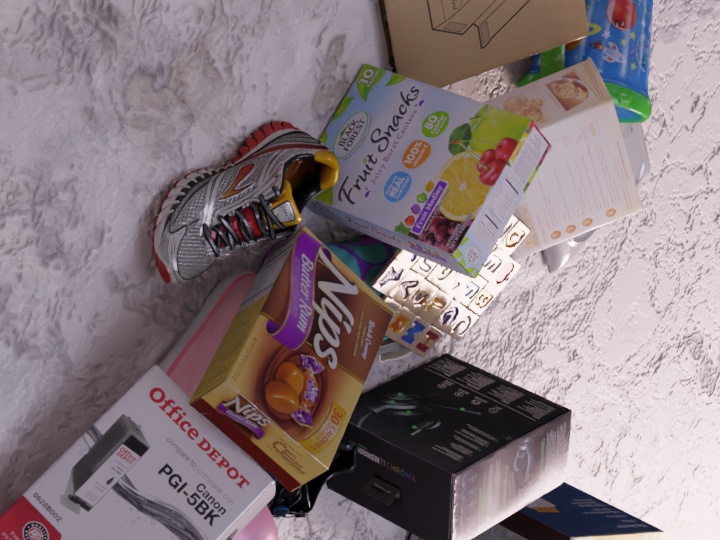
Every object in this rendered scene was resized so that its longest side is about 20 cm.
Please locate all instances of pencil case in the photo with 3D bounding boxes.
[{"bbox_3d":[0.000,0.000,1.610,0.199,0.085,0.093,-10,117,-46],"label":"pencil case"}]

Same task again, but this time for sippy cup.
[{"bbox_3d":[0.242,-0.230,1.756,0.178,0.139,0.131,149,-47,-86],"label":"sippy cup"}]

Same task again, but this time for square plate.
[{"bbox_3d":[0.258,-0.125,1.898,0.198,0.028,0.201,-44,137,-26],"label":"square plate"}]

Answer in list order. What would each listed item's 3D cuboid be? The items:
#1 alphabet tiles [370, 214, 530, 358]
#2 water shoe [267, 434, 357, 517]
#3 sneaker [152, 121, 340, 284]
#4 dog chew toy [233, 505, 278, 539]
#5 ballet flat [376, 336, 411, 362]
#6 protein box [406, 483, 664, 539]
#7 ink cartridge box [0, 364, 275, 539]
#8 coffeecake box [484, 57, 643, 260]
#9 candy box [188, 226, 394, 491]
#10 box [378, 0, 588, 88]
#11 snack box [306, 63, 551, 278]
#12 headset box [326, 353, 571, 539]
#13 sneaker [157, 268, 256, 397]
[{"bbox_3d":[0.085,0.004,1.629,0.167,0.006,0.200,-50,149,4],"label":"alphabet tiles"},{"bbox_3d":[-0.086,0.206,1.614,0.200,0.079,0.072,-39,134,-31],"label":"water shoe"},{"bbox_3d":[-0.099,-0.058,1.467,0.200,0.082,0.078,-43,136,-27],"label":"sneaker"},{"bbox_3d":[-0.174,0.251,1.500,0.199,0.125,0.125,-28,131,-12],"label":"dog chew toy"},{"bbox_3d":[0.014,0.067,1.677,0.199,0.067,0.064,-14,129,-45],"label":"ballet flat"},{"bbox_3d":[0.189,0.313,1.894,0.198,0.199,0.136,7,103,-51],"label":"protein box"},{"bbox_3d":[-0.187,0.200,1.406,0.200,0.147,0.083,-46,172,-13],"label":"ink cartridge box"},{"bbox_3d":[0.161,-0.096,1.681,0.199,0.073,0.154,-22,134,3],"label":"coffeecake box"},{"bbox_3d":[-0.053,0.071,1.430,0.117,0.056,0.200,43,42,-16],"label":"candy box"},{"bbox_3d":[0.113,-0.263,1.596,0.199,0.021,0.164,-20,126,-10],"label":"box"},{"bbox_3d":[0.052,-0.092,1.532,0.143,0.199,0.053,-58,142,-10],"label":"snack box"},{"bbox_3d":[0.084,0.182,1.726,0.199,0.174,0.093,-23,124,-42],"label":"headset box"},{"bbox_3d":[-0.118,0.101,1.507,0.201,0.104,0.075,-59,143,-8],"label":"sneaker"}]
